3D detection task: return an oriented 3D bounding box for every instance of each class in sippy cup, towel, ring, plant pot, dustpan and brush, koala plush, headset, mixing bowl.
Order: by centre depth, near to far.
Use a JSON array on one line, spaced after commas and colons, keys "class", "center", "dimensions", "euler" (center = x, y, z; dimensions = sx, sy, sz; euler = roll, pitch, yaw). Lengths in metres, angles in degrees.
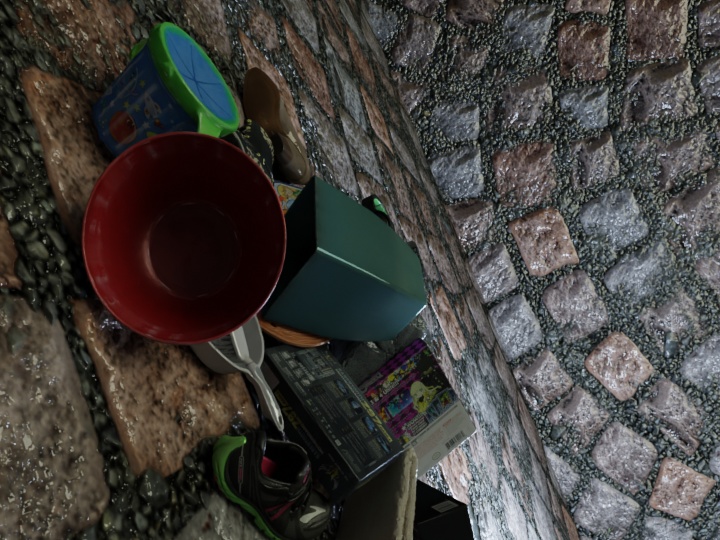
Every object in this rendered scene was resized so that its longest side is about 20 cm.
[{"class": "mixing bowl", "center": [-0.175, -0.027, 0.731], "dimensions": [0.108, 0.196, 0.205], "euler": [149, -83, -80]}, {"class": "sippy cup", "center": [-0.228, -0.185, 0.807], "dimensions": [0.141, 0.128, 0.179], "euler": [53, 16, -22]}, {"class": "dustpan and brush", "center": [-0.143, 0.095, 0.827], "dimensions": [0.139, 0.056, 0.205], "euler": [-7, 77, -69]}, {"class": "towel", "center": [0.020, 0.326, 0.912], "dimensions": [0.034, 0.132, 0.201], "euler": [44, 22, -11]}, {"class": "plant pot", "center": [-0.014, 0.003, 0.958], "dimensions": [0.196, 0.142, 0.144], "euler": [23, 39, -26]}, {"class": "ring", "center": [-0.106, 0.022, 0.987], "dimensions": [0.197, 0.019, 0.204], "euler": [27, 38, -22]}, {"class": "koala plush", "center": [0.011, 0.116, 1.132], "dimensions": [0.175, 0.186, 0.200], "euler": [31, 5, -27]}, {"class": "headset", "center": [0.031, -0.047, 1.308], "dimensions": [0.124, 0.092, 0.203], "euler": [53, 20, -42]}]

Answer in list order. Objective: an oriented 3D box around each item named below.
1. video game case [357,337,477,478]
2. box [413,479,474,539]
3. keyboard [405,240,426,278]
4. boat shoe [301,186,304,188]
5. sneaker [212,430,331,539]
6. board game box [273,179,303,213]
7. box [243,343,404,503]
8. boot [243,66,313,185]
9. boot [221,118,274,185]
[{"class": "video game case", "center": [0.057, 0.231, 1.054], "dimensions": [0.183, 0.198, 0.036], "euler": [57, -8, -25]}, {"class": "box", "center": [0.091, 0.379, 0.960], "dimensions": [0.200, 0.077, 0.145], "euler": [157, -82, -73]}, {"class": "keyboard", "center": [0.072, 0.023, 1.239], "dimensions": [0.199, 0.020, 0.131], "euler": [-22, 100, -59]}, {"class": "boat shoe", "center": [-0.082, -0.089, 1.233], "dimensions": [0.072, 0.075, 0.203], "euler": [52, 23, -40]}, {"class": "sneaker", "center": [-0.083, 0.242, 0.786], "dimensions": [0.201, 0.082, 0.078], "euler": [51, 23, -42]}, {"class": "board game box", "center": [-0.089, -0.048, 1.117], "dimensions": [0.132, 0.035, 0.204], "euler": [13, 47, -26]}, {"class": "box", "center": [-0.044, 0.185, 0.919], "dimensions": [0.201, 0.051, 0.157], "euler": [51, 19, 15]}, {"class": "boot", "center": [-0.145, -0.250, 1.289], "dimensions": [0.146, 0.069, 0.205], "euler": [36, 36, -70]}, {"class": "boot", "center": [-0.190, -0.187, 1.054], "dimensions": [0.205, 0.072, 0.156], "euler": [54, 17, -37]}]
